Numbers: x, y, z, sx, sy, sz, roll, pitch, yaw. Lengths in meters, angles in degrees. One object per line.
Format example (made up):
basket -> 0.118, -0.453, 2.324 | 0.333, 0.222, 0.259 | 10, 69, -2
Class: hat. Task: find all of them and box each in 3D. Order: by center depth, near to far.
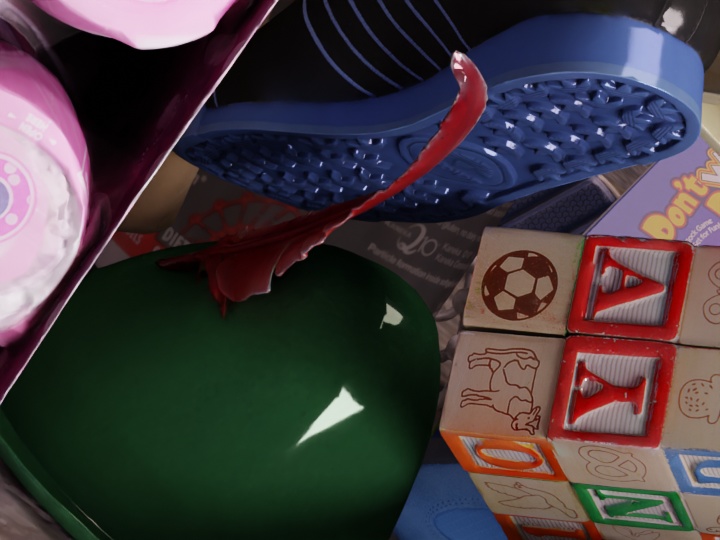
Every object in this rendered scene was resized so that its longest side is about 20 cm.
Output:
hat -> 0.000, 0.000, 0.804 | 0.166, 0.176, 0.200 | 29, 18, -33

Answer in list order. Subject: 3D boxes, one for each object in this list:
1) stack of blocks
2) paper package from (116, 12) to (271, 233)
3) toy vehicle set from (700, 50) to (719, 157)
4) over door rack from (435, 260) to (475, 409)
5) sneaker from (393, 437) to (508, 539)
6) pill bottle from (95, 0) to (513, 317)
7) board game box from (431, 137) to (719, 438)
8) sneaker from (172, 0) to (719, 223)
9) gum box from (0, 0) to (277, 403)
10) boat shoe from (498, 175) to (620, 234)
stack of blocks -> 0.105, 0.062, 0.802 | 0.115, 0.059, 0.200 | 4, -25, 20
paper package -> -0.115, -0.117, 0.782 | 0.200, 0.191, 0.103 | 6, 32, -38
toy vehicle set -> 0.174, 0.011, 0.726 | 0.200, 0.027, 0.124 | 43, -13, -29
over door rack -> -0.033, -0.041, 1.091 | 0.200, 0.067, 0.148 | 39, 13, -5
sneaker -> 0.093, 0.116, 0.922 | 0.200, 0.078, 0.066 | 23, -29, -1
pill bottle -> 0.007, -0.061, 0.952 | 0.116, 0.200, 0.116 | 33, 8, -6
board game box -> 0.111, -0.007, 1.000 | 0.045, 0.200, 0.134 | 42, -29, 8
sneaker -> 0.025, -0.063, 0.750 | 0.070, 0.078, 0.200 | 26, -20, -32
gum box -> -0.097, -0.035, 0.636 | 0.066, 0.200, 0.114 | 32, 8, -28
boat shoe -> 0.105, 0.049, 1.106 | 0.200, 0.072, 0.072 | 65, -12, 3
